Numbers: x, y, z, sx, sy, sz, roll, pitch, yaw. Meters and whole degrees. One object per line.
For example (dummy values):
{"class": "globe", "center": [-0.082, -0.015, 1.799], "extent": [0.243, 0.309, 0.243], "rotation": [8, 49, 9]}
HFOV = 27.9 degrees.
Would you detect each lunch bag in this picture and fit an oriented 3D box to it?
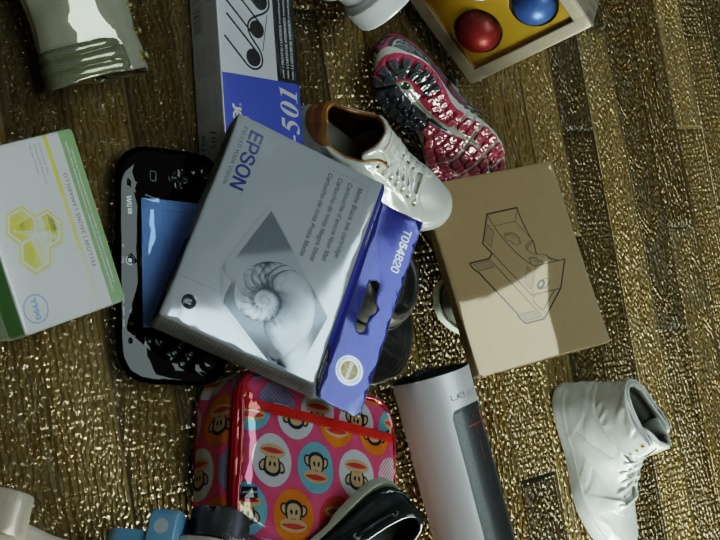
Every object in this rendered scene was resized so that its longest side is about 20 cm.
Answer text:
{"class": "lunch bag", "center": [-0.055, 0.163, 1.275], "extent": [0.199, 0.081, 0.178], "rotation": [18, 64, -42]}

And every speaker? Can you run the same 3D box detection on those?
{"class": "speaker", "center": [0.092, 0.194, 1.409], "extent": [0.081, 0.081, 0.202], "rotation": [-15, 91, -45]}

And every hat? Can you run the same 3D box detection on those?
{"class": "hat", "center": [0.000, 0.000, 1.330], "extent": [0.200, 0.081, 0.202], "rotation": [27, 45, -31]}

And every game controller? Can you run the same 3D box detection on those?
{"class": "game controller", "center": [-0.161, -0.004, 1.228], "extent": [0.104, 0.042, 0.202], "rotation": [8, 74, -44]}

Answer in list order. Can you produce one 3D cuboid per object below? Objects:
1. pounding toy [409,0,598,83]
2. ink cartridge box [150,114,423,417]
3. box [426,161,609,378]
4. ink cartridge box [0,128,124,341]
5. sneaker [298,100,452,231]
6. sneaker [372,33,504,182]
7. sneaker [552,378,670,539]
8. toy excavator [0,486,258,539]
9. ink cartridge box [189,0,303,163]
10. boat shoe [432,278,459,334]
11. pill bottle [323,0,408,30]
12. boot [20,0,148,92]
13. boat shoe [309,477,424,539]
{"class": "pounding toy", "center": [0.116, -0.306, 1.495], "extent": [0.200, 0.183, 0.143], "rotation": [49, 39, -26]}
{"class": "ink cartridge box", "center": [-0.052, -0.004, 1.234], "extent": [0.198, 0.041, 0.201], "rotation": [24, 66, -14]}
{"class": "box", "center": [0.157, -0.004, 1.483], "extent": [0.162, 0.021, 0.202], "rotation": [-12, 79, -25]}
{"class": "ink cartridge box", "center": [-0.287, -0.016, 1.103], "extent": [0.199, 0.048, 0.147], "rotation": [-22, 97, -48]}
{"class": "sneaker", "center": [0.022, -0.097, 1.385], "extent": [0.199, 0.084, 0.074], "rotation": [27, 67, -29]}
{"class": "sneaker", "center": [0.083, -0.163, 1.490], "extent": [0.200, 0.080, 0.075], "rotation": [51, 20, -34]}
{"class": "sneaker", "center": [0.288, 0.214, 1.577], "extent": [0.073, 0.115, 0.202], "rotation": [-29, 102, -46]}
{"class": "toy excavator", "center": [-0.188, 0.227, 1.111], "extent": [0.195, 0.198, 0.101], "rotation": [75, 20, -59]}
{"class": "ink cartridge box", "center": [-0.104, -0.181, 1.325], "extent": [0.093, 0.044, 0.202], "rotation": [4, 78, -43]}
{"class": "boat shoe", "center": [0.160, 0.033, 1.526], "extent": [0.200, 0.060, 0.073], "rotation": [6, 78, -43]}
{"class": "pill bottle", "center": [-0.034, -0.328, 1.366], "extent": [0.200, 0.115, 0.116], "rotation": [42, 54, -23]}
{"class": "boot", "center": [-0.206, -0.240, 1.218], "extent": [0.199, 0.072, 0.156], "rotation": [-27, 99, -40]}
{"class": "boat shoe", "center": [-0.020, 0.263, 1.199], "extent": [0.199, 0.066, 0.075], "rotation": [-44, 128, -17]}
